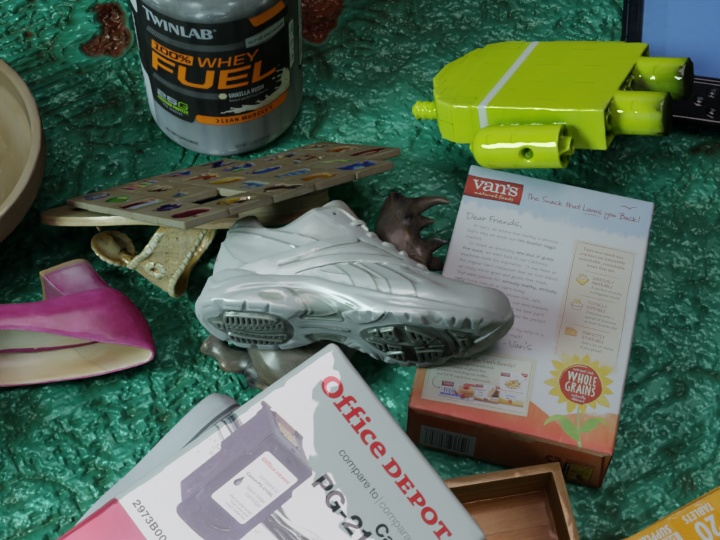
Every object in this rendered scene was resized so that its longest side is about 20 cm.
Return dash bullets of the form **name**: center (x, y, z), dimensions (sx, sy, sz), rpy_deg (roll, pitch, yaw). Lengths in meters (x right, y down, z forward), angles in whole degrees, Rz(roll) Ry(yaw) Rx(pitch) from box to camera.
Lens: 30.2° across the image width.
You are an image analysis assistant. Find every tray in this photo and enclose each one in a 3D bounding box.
- **tray**: center (0.036, 0.184, 0.822), dimensions (0.199, 0.037, 0.099), rpy_deg (-7, 58, -7)

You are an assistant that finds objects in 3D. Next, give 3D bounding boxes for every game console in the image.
- **game console**: center (0.296, -0.215, 1.032), dimensions (0.170, 0.119, 0.201), rpy_deg (8, 57, 4)

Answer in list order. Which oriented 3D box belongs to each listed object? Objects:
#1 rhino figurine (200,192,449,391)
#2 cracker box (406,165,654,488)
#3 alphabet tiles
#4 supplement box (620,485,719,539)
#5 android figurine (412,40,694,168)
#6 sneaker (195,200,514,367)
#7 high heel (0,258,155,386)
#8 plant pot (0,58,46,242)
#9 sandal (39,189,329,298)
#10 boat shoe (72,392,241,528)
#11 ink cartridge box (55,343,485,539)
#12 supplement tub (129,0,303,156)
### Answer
- **rhino figurine**: center (-0.009, 0.013, 0.913), dimensions (0.200, 0.060, 0.087), rpy_deg (-40, 64, -20)
- **cracker box**: center (0.117, 0.033, 0.906), dimensions (0.133, 0.058, 0.201), rpy_deg (13, 59, 8)
- **alphabet tiles**: center (-0.078, -0.063, 0.922), dimensions (0.199, 0.008, 0.167), rpy_deg (-18, 17, -34)
- **supplement box**: center (0.241, 0.229, 0.775), dimensions (0.125, 0.074, 0.201), rpy_deg (-24, 62, -15)
- **android figurine**: center (0.137, -0.128, 0.981), dimensions (0.199, 0.041, 0.182), rpy_deg (3, 32, 26)
- **sneaker**: center (0.000, 0.000, 0.843), dimensions (0.199, 0.078, 0.100), rpy_deg (8, 62, 1)
- **high heel**: center (-0.236, 0.065, 0.874), dimensions (0.199, 0.068, 0.096), rpy_deg (-24, 50, -30)
- **plant pot**: center (-0.315, -0.060, 0.934), dimensions (0.199, 0.093, 0.202), rpy_deg (0, 58, 0)
- **sandal**: center (-0.121, -0.015, 0.922), dimensions (0.210, 0.070, 0.078), rpy_deg (-5, 12, 14)
- **boat shoe**: center (-0.122, 0.163, 0.818), dimensions (0.066, 0.070, 0.200), rpy_deg (31, 54, 19)
- **ink cartridge box**: center (-0.052, 0.159, 0.750), dimensions (0.200, 0.084, 0.145), rpy_deg (-35, 79, -21)
- **supplement tub**: center (-0.102, -0.186, 0.955), dimensions (0.122, 0.200, 0.123), rpy_deg (0, 57, 0)
